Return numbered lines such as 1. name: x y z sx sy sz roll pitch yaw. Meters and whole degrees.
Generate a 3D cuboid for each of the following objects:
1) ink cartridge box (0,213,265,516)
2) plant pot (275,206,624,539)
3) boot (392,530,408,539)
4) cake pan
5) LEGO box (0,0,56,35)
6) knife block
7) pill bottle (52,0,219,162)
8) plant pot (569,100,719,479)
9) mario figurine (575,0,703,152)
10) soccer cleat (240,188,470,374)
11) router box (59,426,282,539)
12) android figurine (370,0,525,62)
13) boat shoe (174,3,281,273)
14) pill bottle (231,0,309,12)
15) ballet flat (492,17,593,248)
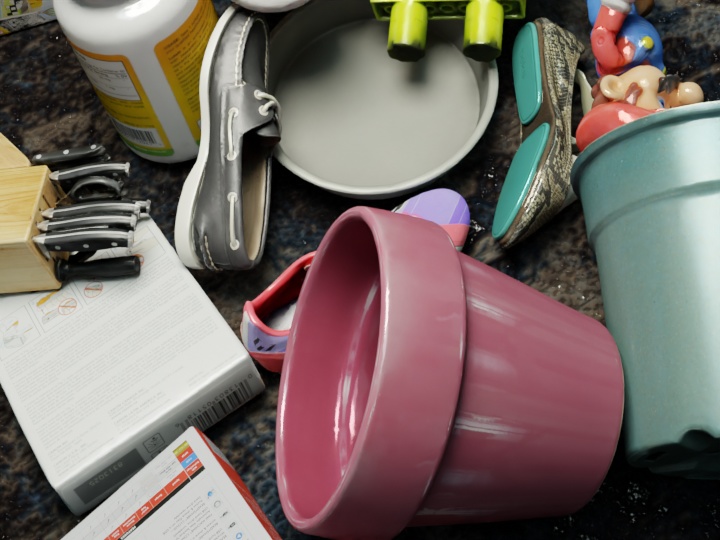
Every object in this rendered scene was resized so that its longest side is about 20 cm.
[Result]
1. ink cartridge box: -0.184 0.058 0.869 0.161 0.051 0.200 -33 48 -10
2. plant pot: 0.057 0.077 0.741 0.176 0.200 0.203 13 62 -18
3. boot: -0.019 0.270 0.725 0.160 0.074 0.201 -17 61 3
4. cake pan: 0.011 -0.140 0.942 0.196 0.037 0.204 -2 63 4
5. LEGO box: -0.315 -0.285 0.955 0.146 0.201 0.078 -17 62 -3
6. knife block: -0.257 -0.020 0.876 0.199 0.064 0.175 -41 56 -15
7. pill bottle: -0.162 -0.183 0.883 0.109 0.201 0.113 -5 58 8
8. plant pot: 0.240 0.024 0.763 0.196 0.201 0.200 -1 70 4
9. mario figurine: 0.217 -0.153 0.878 0.122 0.106 0.203 15 55 -24
10. soccer cleat: 0.000 0.000 0.851 0.199 0.077 0.067 -35 65 -12
11. router box: -0.129 0.227 0.726 0.199 0.049 0.180 -40 51 -5
12. android figurine: 0.073 -0.263 0.933 0.179 0.041 0.204 4 76 15
13. boat shoe: -0.087 -0.098 0.874 0.059 0.074 0.204 5 77 25
14. pill bottle: -0.068 -0.273 0.930 0.110 0.114 0.201 -8 21 1
15. ballet flat: 0.149 -0.102 0.902 0.074 0.068 0.203 17 62 -15
